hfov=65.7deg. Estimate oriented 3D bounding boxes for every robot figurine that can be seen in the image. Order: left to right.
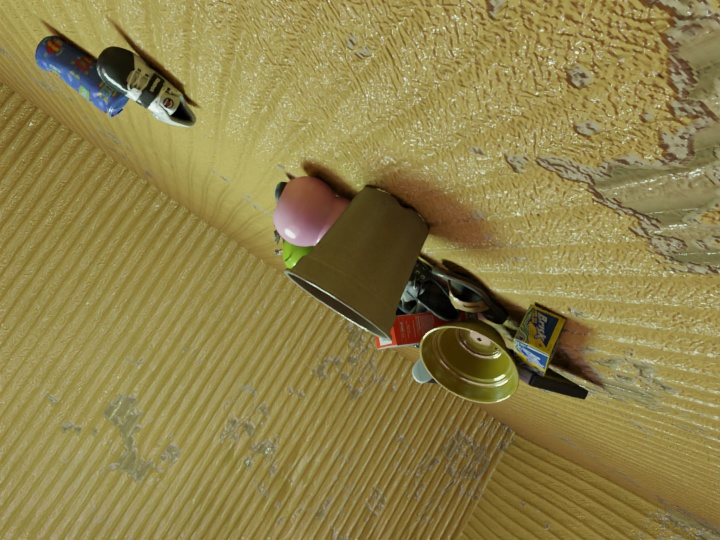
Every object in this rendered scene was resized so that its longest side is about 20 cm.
[{"bbox_3d":[-0.088,-0.036,1.257,0.198,0.178,0.115,15,153,-39],"label":"robot figurine"}]

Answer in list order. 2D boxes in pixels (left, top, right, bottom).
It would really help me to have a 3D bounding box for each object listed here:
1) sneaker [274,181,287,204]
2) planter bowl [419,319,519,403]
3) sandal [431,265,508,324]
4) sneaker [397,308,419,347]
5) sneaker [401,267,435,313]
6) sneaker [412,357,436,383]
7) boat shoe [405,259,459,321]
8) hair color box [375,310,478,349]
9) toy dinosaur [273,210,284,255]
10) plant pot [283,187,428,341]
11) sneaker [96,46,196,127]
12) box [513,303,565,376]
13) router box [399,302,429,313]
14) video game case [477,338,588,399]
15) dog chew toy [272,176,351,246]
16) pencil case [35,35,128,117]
[{"bbox_3d":[-0.088,-0.117,1.140,0.081,0.074,0.200,-18,132,43],"label":"sneaker"},{"bbox_3d":[0.221,0.158,1.088,0.198,0.084,0.202,20,135,21],"label":"planter bowl"},{"bbox_3d":[0.202,0.057,1.041,0.200,0.055,0.081,40,168,-36],"label":"sandal"},{"bbox_3d":[0.070,0.117,1.290,0.199,0.074,0.082,36,170,-18],"label":"sneaker"},{"bbox_3d":[0.125,0.057,1.182,0.075,0.093,0.200,27,169,34],"label":"sneaker"},{"bbox_3d":[0.211,0.191,1.307,0.071,0.200,0.099,50,-175,25],"label":"sneaker"},{"bbox_3d":[0.116,0.024,1.066,0.199,0.069,0.057,39,-177,-12],"label":"boat shoe"},{"bbox_3d":[0.140,0.123,1.182,0.197,0.065,0.111,-6,170,-20],"label":"hair color box"},{"bbox_3d":[-0.167,-0.074,1.533,0.198,0.087,0.136,27,164,0],"label":"toy dinosaur"},{"bbox_3d":[0.010,-0.020,0.888,0.199,0.185,0.201,31,171,5],"label":"plant pot"},{"bbox_3d":[-0.361,-0.316,0.975,0.088,0.075,0.200,27,179,27],"label":"sneaker"},{"bbox_3d":[0.313,0.128,0.987,0.064,0.071,0.200,25,168,23],"label":"box"},{"bbox_3d":[0.132,0.076,1.342,0.199,0.063,0.149,38,168,-28],"label":"router box"},{"bbox_3d":[0.353,0.207,1.178,0.198,0.026,0.180,20,-173,-36],"label":"video game case"},{"bbox_3d":[-0.054,-0.084,1.000,0.198,0.126,0.124,26,172,-9],"label":"dog chew toy"},{"bbox_3d":[-0.591,-0.413,1.193,0.199,0.078,0.087,35,141,-8],"label":"pencil case"}]
